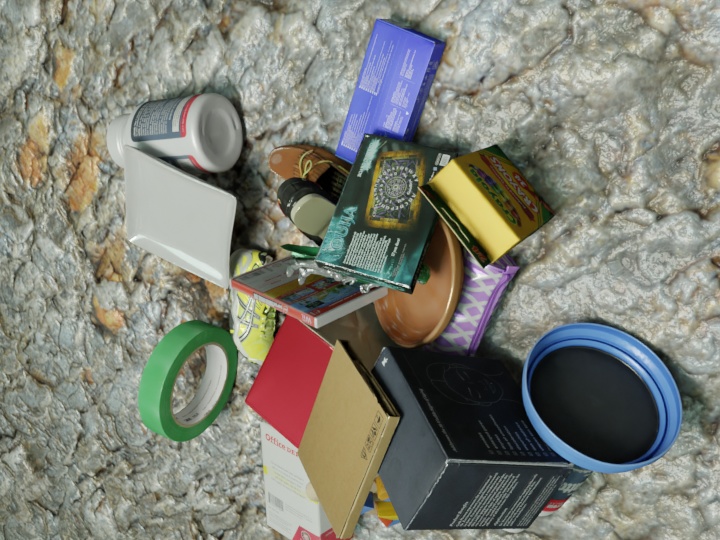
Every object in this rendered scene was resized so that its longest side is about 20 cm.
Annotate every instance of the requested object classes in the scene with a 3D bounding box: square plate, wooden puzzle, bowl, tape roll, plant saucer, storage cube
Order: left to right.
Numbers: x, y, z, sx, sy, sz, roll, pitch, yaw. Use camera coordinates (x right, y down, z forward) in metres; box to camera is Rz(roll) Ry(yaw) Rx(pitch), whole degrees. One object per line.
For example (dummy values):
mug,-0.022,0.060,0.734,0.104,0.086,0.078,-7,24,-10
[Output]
square plate,-0.281,-0.084,1.171,0.197,0.028,0.201,25,135,10
tape roll,-0.287,0.186,1.262,0.048,0.200,0.202,17,112,24
storage cube,-0.033,0.158,1.130,0.200,0.171,0.180,36,117,16
wooden puzzle,0.045,0.348,1.150,0.185,0.047,0.200,-33,132,32
plant saucer,0.083,0.008,1.050,0.200,0.037,0.202,-12,76,58
bowl,0.297,0.158,0.935,0.200,0.201,0.039,32,144,17

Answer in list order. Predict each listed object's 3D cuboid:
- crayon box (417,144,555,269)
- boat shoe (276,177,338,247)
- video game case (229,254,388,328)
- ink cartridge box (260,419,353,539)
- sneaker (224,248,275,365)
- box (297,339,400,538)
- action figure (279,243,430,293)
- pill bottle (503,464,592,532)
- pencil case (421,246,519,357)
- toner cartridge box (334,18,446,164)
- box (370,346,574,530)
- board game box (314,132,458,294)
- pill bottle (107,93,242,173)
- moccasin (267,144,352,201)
crayon box,0.162,-0.085,0.929,0.051,0.200,0.127,-42,83,31
boat shoe,-0.045,-0.068,1.063,0.074,0.201,0.063,-44,54,5
video game case,-0.078,0.023,1.100,0.199,0.143,0.018,20,122,42
ink cartridge box,-0.089,0.349,1.249,0.145,0.083,0.201,15,113,44
sneaker,-0.171,0.063,1.235,0.076,0.075,0.201,-3,104,32
box,-0.022,0.217,0.978,0.164,0.021,0.201,51,129,50
action figure,0.000,0.000,1.025,0.199,0.118,0.055,2,77,22
pill bottle,0.248,0.265,1.033,0.119,0.119,0.201,37,120,15
pencil case,0.150,0.060,1.046,0.086,0.083,0.201,52,132,50
toner cartridge box,0.039,-0.237,1.045,0.095,0.043,0.201,29,117,19
box,0.122,0.212,0.950,0.124,0.196,0.200,-63,33,25
board game box,0.036,-0.080,0.986,0.134,0.028,0.201,16,72,17
pill bottle,-0.300,-0.212,1.190,0.199,0.119,0.120,1,105,29
moccasin,-0.056,-0.132,1.109,0.201,0.078,0.074,31,117,18
